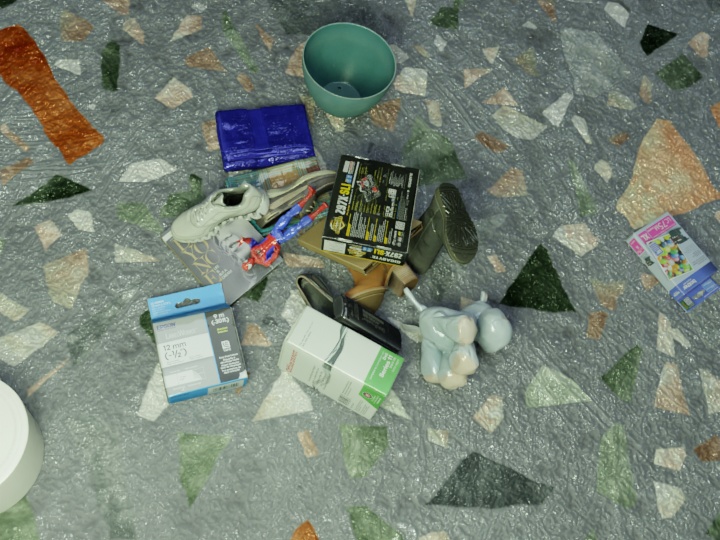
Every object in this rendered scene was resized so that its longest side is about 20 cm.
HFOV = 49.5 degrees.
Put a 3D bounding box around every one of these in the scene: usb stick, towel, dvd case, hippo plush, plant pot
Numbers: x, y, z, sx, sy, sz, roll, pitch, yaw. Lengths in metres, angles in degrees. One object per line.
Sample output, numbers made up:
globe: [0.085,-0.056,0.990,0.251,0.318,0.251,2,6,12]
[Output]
usb stick: [0.015,0.100,1.425,0.032,0.200,0.056,-21,57,27]
towel: [-0.199,-0.283,1.630,0.198,0.050,0.149,-8,67,-15]
dvd case: [-0.267,-0.043,1.503,0.148,0.016,0.200,-40,77,-15]
hippo plush: [0.195,0.129,1.482,0.159,0.161,0.199,-8,22,-34]
towel: [-0.163,-0.148,1.573,0.198,0.022,0.148,-17,69,-11]
plant pot: [-0.033,-0.407,1.676,0.198,0.135,0.202,5,63,-9]

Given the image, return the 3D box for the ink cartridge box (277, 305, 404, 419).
ink cartridge box: [-0.039,0.165,1.388,0.199,0.147,0.084,29,62,2]

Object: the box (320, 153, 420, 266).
box: [0.021,-0.115,1.454,0.158,0.050,0.202,10,58,1]

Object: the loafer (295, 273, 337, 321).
loafer: [-0.057,0.086,1.460,0.072,0.063,0.200,-43,73,7]

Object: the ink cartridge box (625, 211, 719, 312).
ink cartridge box: [0.685,-0.020,1.691,0.119,0.042,0.201,-28,74,-22]

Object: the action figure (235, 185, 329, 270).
action figure: [-0.153,-0.072,1.445,0.200,0.099,0.065,-44,84,5]

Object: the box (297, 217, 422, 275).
box: [-0.003,-0.072,1.520,0.163,0.021,0.199,-39,41,-26]

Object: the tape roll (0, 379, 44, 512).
tape roll: [-0.611,0.276,1.220,0.200,0.139,0.205,4,64,-9]

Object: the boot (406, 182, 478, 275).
boot: [0.145,-0.048,1.499,0.072,0.200,0.184,7,56,-22]

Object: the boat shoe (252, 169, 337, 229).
boat shoe: [-0.121,-0.134,1.529,0.198,0.075,0.074,-22,80,-4]

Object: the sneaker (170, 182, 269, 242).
sneaker: [-0.273,-0.114,1.462,0.198,0.081,0.076,-23,73,9]

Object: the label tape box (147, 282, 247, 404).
label tape box: [-0.294,0.121,1.396,0.142,0.066,0.202,-12,74,-16]

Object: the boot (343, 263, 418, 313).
boot: [0.000,0.000,1.496,0.199,0.077,0.155,-27,60,-36]
